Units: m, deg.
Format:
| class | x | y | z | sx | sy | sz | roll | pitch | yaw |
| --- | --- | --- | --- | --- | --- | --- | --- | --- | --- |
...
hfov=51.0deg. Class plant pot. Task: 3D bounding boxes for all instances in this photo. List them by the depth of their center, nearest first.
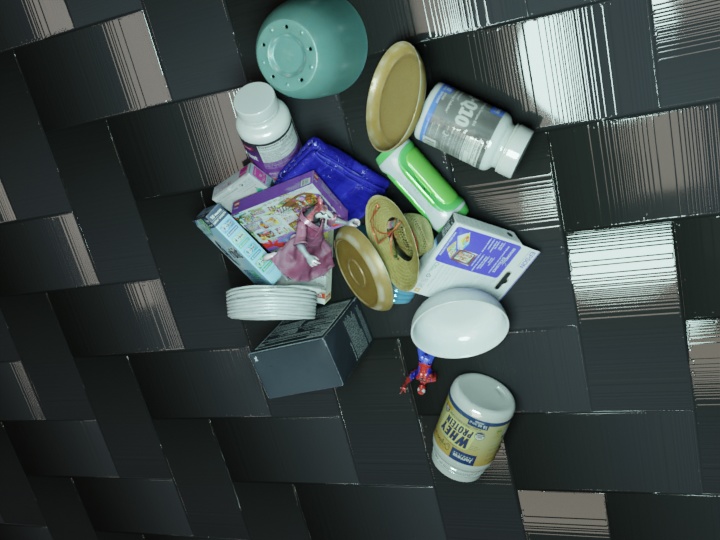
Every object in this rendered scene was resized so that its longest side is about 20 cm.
| class | x | y | z | sx | sy | sz | roll | pitch | yaw |
| --- | --- | --- | --- | --- | --- | --- | --- | --- | --- |
| plant pot | 0.069 | -0.319 | 1.397 | 0.027 | 0.201 | 0.202 | 6 | 125 | -28 |
| plant pot | -0.106 | -0.417 | 1.425 | 0.198 | 0.161 | 0.203 | 9 | 116 | 19 |
| plant pot | 0.000 | 0.000 | 1.573 | 0.200 | 0.027 | 0.201 | 48 | 155 | 31 |

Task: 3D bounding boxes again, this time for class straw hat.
| class | x | y | z | sx | sy | sz | roll | pitch | yaw |
| --- | --- | --- | --- | --- | --- | --- | --- | --- | --- |
| straw hat | 0.093 | -0.068 | 1.462 | 0.201 | 0.084 | 0.203 | 47 | 147 | 43 |

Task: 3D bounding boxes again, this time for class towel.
| class | x | y | z | sx | sy | sz | roll | pitch | yaw |
| --- | --- | --- | --- | --- | --- | --- | --- | --- | --- |
| towel | -0.057 | -0.170 | 1.523 | 0.199 | 0.050 | 0.148 | 27 | 126 | -30 |

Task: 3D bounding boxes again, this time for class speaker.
| class | x | y | z | sx | sy | sz | roll | pitch | yaw |
| --- | --- | --- | --- | --- | --- | --- | --- | --- | --- |
| speaker | 0.122 | -0.168 | 1.483 | 0.200 | 0.088 | 0.088 | 48 | 121 | -3 |

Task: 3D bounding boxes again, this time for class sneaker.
| class | x | y | z | sx | sy | sz | roll | pitch | yaw |
| --- | --- | --- | --- | --- | --- | --- | --- | --- | --- |
| sneaker | 0.041 | -0.001 | 1.597 | 0.199 | 0.080 | 0.131 | 33 | 120 | 7 |

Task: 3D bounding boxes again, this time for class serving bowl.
| class | x | y | z | sx | sy | sz | roll | pitch | yaw |
| --- | --- | --- | --- | --- | --- | --- | --- | --- | --- |
| serving bowl | 0.199 | 0.097 | 1.534 | 0.197 | 0.066 | 0.201 | -1 | 139 | -1 |

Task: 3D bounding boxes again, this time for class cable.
| class | x | y | z | sx | sy | sz | roll | pitch | yaw |
| --- | --- | --- | --- | --- | --- | --- | --- | --- | --- |
| cable | -0.190 | 0.072 | 1.619 | 0.199 | 0.198 | 0.070 | -9 | 80 | 56 |

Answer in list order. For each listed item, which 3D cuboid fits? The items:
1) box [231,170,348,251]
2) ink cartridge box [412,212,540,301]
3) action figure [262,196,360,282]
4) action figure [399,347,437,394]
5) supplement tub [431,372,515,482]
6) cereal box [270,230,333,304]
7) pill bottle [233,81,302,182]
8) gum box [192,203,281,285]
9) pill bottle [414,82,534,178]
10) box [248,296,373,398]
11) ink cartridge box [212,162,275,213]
| class | x | y | z | sx | sy | sz | roll | pitch | yaw |
| --- | --- | --- | --- | --- | --- | --- | --- | --- | --- |
| box | -0.143 | -0.117 | 1.529 | 0.198 | 0.039 | 0.137 | -17 | 139 | 24 |
| ink cartridge box | 0.222 | -0.009 | 1.506 | 0.198 | 0.044 | 0.199 | 17 | 130 | -21 |
| action figure | -0.098 | -0.073 | 1.499 | 0.148 | 0.134 | 0.201 | 36 | 138 | 24 |
| action figure | 0.135 | 0.197 | 1.637 | 0.064 | 0.099 | 0.202 | 13 | 119 | 18 |
| supplement tub | 0.238 | 0.340 | 1.626 | 0.143 | 0.144 | 0.202 | 22 | 119 | 12 |
| cereal box | -0.132 | -0.034 | 1.676 | 0.142 | 0.040 | 0.202 | 13 | 117 | 19 |
| pill bottle | -0.183 | -0.273 | 1.498 | 0.110 | 0.112 | 0.201 | 12 | 153 | 17 |
| gum box | -0.265 | -0.054 | 1.631 | 0.200 | 0.045 | 0.170 | 46 | 165 | -16 |
| pill bottle | 0.209 | -0.255 | 1.391 | 0.198 | 0.114 | 0.115 | 27 | 120 | 9 |
| box | -0.105 | 0.171 | 1.664 | 0.198 | 0.198 | 0.124 | -14 | 107 | 28 |
| ink cartridge box | -0.197 | -0.134 | 1.576 | 0.119 | 0.042 | 0.199 | -26 | 132 | 34 |
